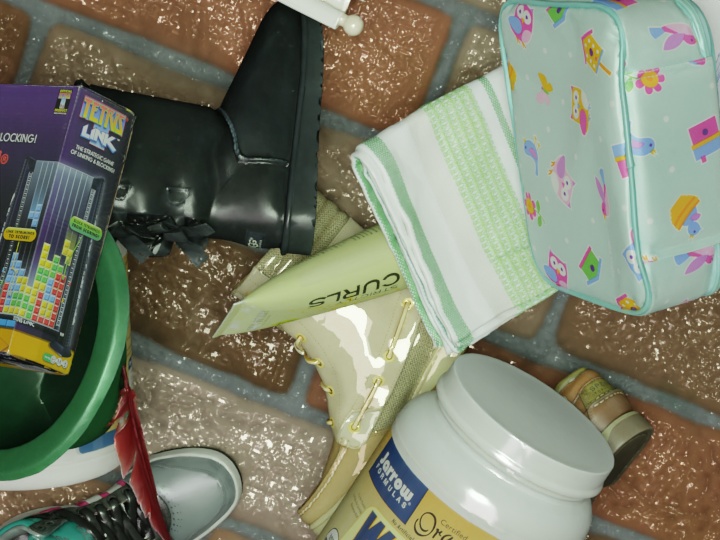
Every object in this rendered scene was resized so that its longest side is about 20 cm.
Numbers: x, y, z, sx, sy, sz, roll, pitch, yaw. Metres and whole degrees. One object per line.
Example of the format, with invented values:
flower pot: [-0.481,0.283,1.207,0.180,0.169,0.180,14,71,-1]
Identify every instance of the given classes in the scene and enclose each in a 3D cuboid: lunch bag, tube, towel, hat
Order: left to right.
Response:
hat: [-0.161,0.074,1.473,0.165,0.176,0.201,24,90,40]
tube: [0.000,0.000,1.499,0.199,0.052,0.058,-20,128,-20]
towel: [0.104,-0.055,1.495,0.199,0.031,0.150,-29,102,-22]
lunch bag: [0.153,-0.082,1.419,0.077,0.160,0.201,-13,104,-22]

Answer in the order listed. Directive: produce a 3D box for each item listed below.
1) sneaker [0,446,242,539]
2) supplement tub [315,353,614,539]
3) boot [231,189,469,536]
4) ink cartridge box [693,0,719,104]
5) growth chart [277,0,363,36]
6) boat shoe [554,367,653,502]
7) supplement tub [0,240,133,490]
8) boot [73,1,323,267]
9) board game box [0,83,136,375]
sneaker: [-0.181,0.186,1.595,0.199,0.121,0.084,-23,100,12]
supplement tub: [0.059,0.168,1.493,0.144,0.144,0.201,32,108,-1]
boot: [-0.026,0.063,1.568,0.155,0.073,0.201,32,99,-3]
ink cartridge box: [0.216,-0.147,1.461,0.044,0.094,0.201,-2,95,-6]
growth chart: [-0.006,-0.254,1.492,0.144,0.018,0.200,37,93,11]
boat shoe: [0.117,0.152,1.584,0.068,0.072,0.200,48,112,22]
supplement tub: [-0.225,0.032,1.551,0.144,0.145,0.201,1,103,7]
boot: [-0.107,-0.096,1.487,0.161,0.073,0.199,5,65,-6]
board game box: [-0.242,-0.030,1.418,0.199,0.057,0.166,4,77,39]
